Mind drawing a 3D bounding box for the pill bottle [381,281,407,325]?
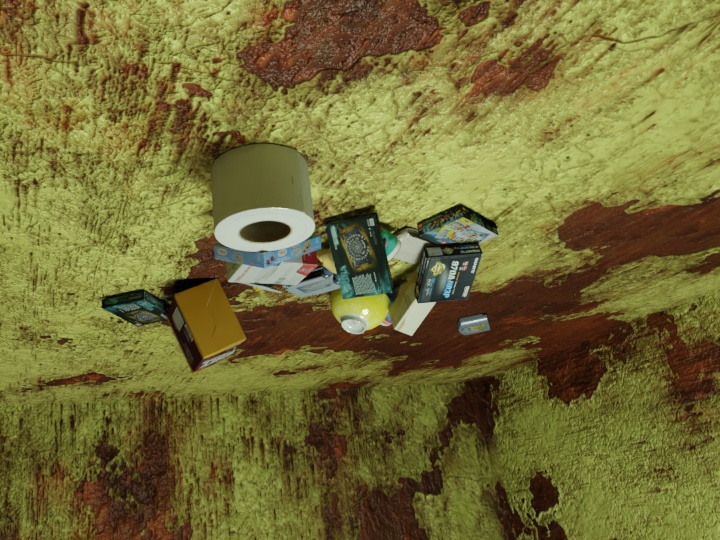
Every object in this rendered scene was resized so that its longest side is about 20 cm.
[{"bbox_3d":[0.104,0.121,2.097,0.111,0.114,0.199,10,152,-41],"label":"pill bottle"}]

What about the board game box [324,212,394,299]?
[{"bbox_3d":[-0.002,-0.034,1.541,0.134,0.202,0.028,-8,-163,17],"label":"board game box"}]

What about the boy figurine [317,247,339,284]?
[{"bbox_3d":[-0.070,-0.028,1.684,0.123,0.065,0.200,26,157,5],"label":"boy figurine"}]

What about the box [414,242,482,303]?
[{"bbox_3d":[0.243,0.010,1.759,0.157,0.046,0.201,-4,140,-10],"label":"box"}]

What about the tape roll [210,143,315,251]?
[{"bbox_3d":[-0.196,-0.139,1.249,0.200,0.141,0.203,-7,160,-3],"label":"tape roll"}]

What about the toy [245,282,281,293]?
[{"bbox_3d":[-0.278,0.029,1.740,0.114,0.048,0.200,15,172,-12],"label":"toy"}]

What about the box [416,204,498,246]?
[{"bbox_3d":[0.260,-0.108,1.661,0.136,0.038,0.199,-22,156,33],"label":"box"}]

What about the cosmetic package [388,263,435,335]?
[{"bbox_3d":[0.171,0.088,1.916,0.070,0.106,0.201,22,115,-23],"label":"cosmetic package"}]

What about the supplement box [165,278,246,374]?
[{"bbox_3d":[-0.453,0.165,1.819,0.132,0.199,0.200,-23,170,-31],"label":"supplement box"}]

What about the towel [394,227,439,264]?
[{"bbox_3d":[0.143,-0.064,1.738,0.132,0.035,0.199,-26,153,37],"label":"towel"}]

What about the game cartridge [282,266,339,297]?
[{"bbox_3d":[-0.120,0.031,1.881,0.198,0.042,0.133,-16,163,19],"label":"game cartridge"}]

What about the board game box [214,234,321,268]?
[{"bbox_3d":[-0.208,-0.053,1.422,0.150,0.037,0.199,10,-160,32],"label":"board game box"}]

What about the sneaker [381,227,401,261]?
[{"bbox_3d":[0.004,-0.037,1.595,0.200,0.083,0.121,-48,126,-5],"label":"sneaker"}]

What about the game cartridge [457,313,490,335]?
[{"bbox_3d":[0.481,0.232,2.660,0.132,0.041,0.200,-10,160,13],"label":"game cartridge"}]

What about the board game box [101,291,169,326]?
[{"bbox_3d":[-0.658,0.117,1.872,0.134,0.028,0.200,-11,158,6],"label":"board game box"}]

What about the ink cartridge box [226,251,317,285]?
[{"bbox_3d":[-0.230,-0.028,1.607,0.198,0.084,0.147,4,156,-31],"label":"ink cartridge box"}]

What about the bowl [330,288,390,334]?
[{"bbox_3d":[-0.011,0.135,1.987,0.198,0.109,0.201,10,142,8],"label":"bowl"}]
